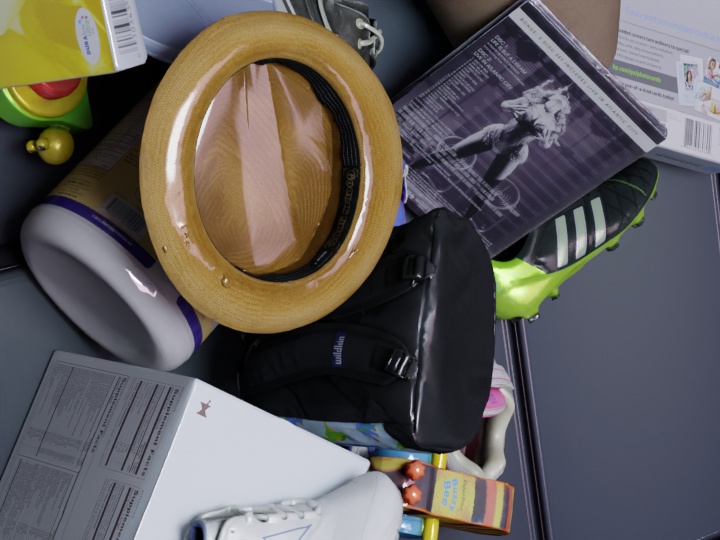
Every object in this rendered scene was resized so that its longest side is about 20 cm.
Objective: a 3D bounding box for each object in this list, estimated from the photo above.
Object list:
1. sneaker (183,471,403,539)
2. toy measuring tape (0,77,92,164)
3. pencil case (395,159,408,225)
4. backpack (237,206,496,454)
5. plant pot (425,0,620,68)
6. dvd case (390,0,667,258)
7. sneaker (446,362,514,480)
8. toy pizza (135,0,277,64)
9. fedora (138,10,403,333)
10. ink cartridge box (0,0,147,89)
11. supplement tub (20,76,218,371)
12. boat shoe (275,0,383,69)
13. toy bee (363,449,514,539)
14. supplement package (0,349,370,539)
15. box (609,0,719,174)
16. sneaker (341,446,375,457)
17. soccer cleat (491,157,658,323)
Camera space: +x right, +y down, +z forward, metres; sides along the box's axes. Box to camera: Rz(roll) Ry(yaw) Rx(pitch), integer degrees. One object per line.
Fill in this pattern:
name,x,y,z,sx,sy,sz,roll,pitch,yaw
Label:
sneaker,-0.056,0.176,1.275,0.200,0.074,0.087,-33,107,-29
toy measuring tape,-0.226,-0.168,1.378,0.073,0.073,0.201,-11,92,-34
pencil case,0.000,0.000,1.539,0.086,0.078,0.201,-7,99,-13
backpack,0.001,0.052,1.408,0.154,0.199,0.164,24,66,-51
plant pot,0.122,-0.227,1.562,0.200,0.200,0.175,-43,134,-25
dvd case,0.104,-0.099,1.533,0.149,0.200,0.016,42,37,-17
sneaker,0.078,0.079,1.595,0.081,0.088,0.201,-16,102,-33
toy pizza,-0.144,-0.197,1.381,0.200,0.201,0.032,11,131,-35
fedora,-0.068,-0.063,1.311,0.200,0.082,0.202,-4,97,-31
ink cartridge box,-0.243,-0.210,1.282,0.047,0.199,0.199,-35,116,-63
supplement tub,-0.118,-0.046,1.412,0.200,0.145,0.146,-48,118,-23
boat shoe,-0.020,-0.165,1.467,0.063,0.071,0.201,-29,79,10
toy bee,0.037,0.165,1.485,0.199,0.109,0.132,-10,88,-28
supplement package,-0.129,0.158,1.386,0.151,0.200,0.151,28,77,-33
box,0.250,-0.193,1.707,0.155,0.041,0.201,11,79,-35
sneaker,-0.037,0.196,1.544,0.088,0.075,0.200,40,66,-16
soccer cleat,0.164,-0.040,1.664,0.200,0.067,0.081,-42,105,-25
